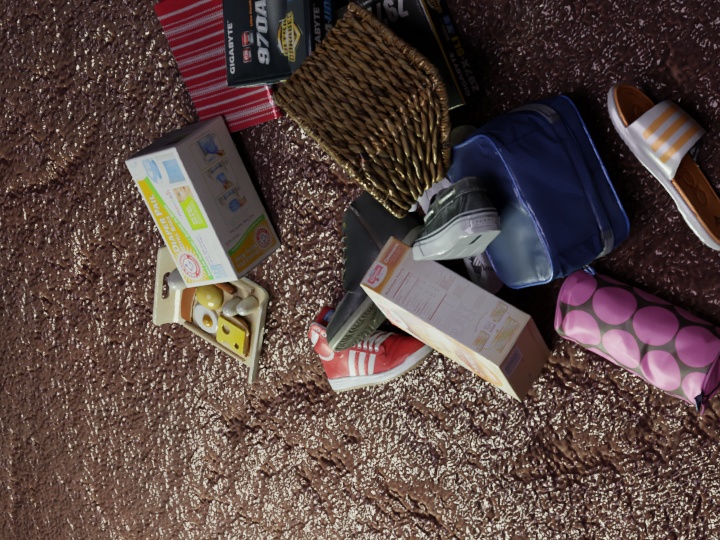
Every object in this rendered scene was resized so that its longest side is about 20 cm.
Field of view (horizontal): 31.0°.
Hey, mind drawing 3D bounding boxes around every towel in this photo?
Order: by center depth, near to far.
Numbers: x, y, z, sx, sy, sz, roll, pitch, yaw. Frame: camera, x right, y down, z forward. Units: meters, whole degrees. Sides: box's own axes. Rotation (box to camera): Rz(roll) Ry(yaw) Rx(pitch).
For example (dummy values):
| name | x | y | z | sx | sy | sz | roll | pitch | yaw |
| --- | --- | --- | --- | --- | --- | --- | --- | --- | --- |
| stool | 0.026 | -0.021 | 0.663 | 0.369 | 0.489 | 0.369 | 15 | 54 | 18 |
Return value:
| name | x | y | z | sx | sy | sz | roll | pitch | yaw |
| --- | --- | --- | --- | --- | --- | --- | --- | --- | --- |
| towel | -0.187 | -0.283 | 1.717 | 0.144 | 0.022 | 0.201 | -10 | 106 | 41 |

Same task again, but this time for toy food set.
| name | x | y | z | sx | sy | sz | roll | pitch | yaw |
| --- | --- | --- | --- | --- | --- | --- | --- | --- | --- |
| toy food set | -0.221 | 0.063 | 1.896 | 0.199 | 0.060 | 0.144 | 30 | 128 | 26 |

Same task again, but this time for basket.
| name | x | y | z | sx | sy | sz | roll | pitch | yaw |
| --- | --- | --- | --- | --- | --- | --- | --- | --- | --- |
| basket | 0.026 | -0.174 | 1.451 | 0.149 | 0.143 | 0.200 | -48 | 46 | 3 |

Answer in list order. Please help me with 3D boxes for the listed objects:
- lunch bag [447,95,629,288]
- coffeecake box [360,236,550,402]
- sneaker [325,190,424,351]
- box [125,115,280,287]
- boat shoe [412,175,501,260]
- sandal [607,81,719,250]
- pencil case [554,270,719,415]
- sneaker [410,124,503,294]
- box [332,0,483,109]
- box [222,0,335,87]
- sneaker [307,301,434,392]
| name | x | y | z | sx | sy | sz | roll | pitch | yaw |
| --- | --- | --- | --- | --- | --- | --- | --- | --- | --- |
| lunch bag | 0.202 | -0.081 | 1.411 | 0.201 | 0.132 | 0.136 | 64 | 159 | -6 |
| coffeecake box | 0.115 | 0.059 | 1.544 | 0.199 | 0.073 | 0.154 | 31 | 172 | 25 |
| sneaker | 0.000 | 0.000 | 1.649 | 0.106 | 0.075 | 0.201 | 42 | 105 | 25 |
| box | -0.212 | -0.090 | 1.766 | 0.112 | 0.101 | 0.201 | -9 | 113 | 42 |
| boat shoe | 0.105 | -0.055 | 1.406 | 0.200 | 0.071 | 0.072 | 146 | 118 | -71 |
| sandal | 0.334 | -0.118 | 1.327 | 0.207 | 0.079 | 0.059 | 52 | 133 | -5 |
| pencil case | 0.310 | 0.076 | 1.436 | 0.199 | 0.091 | 0.094 | 30 | 135 | 28 |
| sneaker | 0.109 | -0.068 | 1.543 | 0.114 | 0.075 | 0.202 | -4 | 104 | 42 |
| box | 0.031 | -0.245 | 1.534 | 0.199 | 0.049 | 0.161 | -16 | 99 | 44 |
| box | -0.100 | -0.327 | 1.559 | 0.158 | 0.046 | 0.202 | 0 | 94 | 45 |
| sneaker | 0.006 | 0.089 | 1.710 | 0.199 | 0.071 | 0.113 | -20 | 101 | 46 |
